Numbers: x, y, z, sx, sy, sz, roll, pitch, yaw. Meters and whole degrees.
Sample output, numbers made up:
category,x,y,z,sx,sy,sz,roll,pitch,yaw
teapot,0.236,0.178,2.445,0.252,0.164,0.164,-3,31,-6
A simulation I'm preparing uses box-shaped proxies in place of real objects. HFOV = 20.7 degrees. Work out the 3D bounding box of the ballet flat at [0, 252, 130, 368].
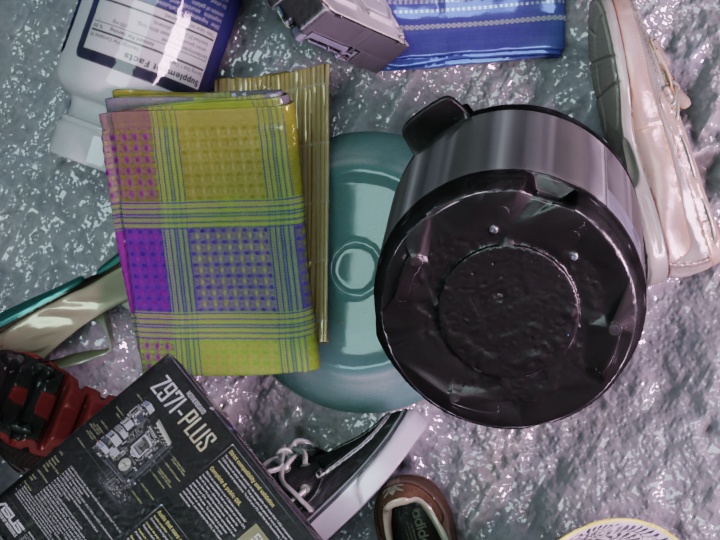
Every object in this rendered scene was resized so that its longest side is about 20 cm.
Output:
category,x,y,z,sx,sy,sz,roll,pitch,yaw
ballet flat,-0.182,0.022,1.425,0.199,0.069,0.070,-29,81,12

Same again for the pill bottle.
category,x,y,z,sx,sy,sz,roll,pitch,yaw
pill bottle,-0.151,-0.166,1.400,0.110,0.111,0.202,20,91,13

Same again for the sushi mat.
category,x,y,z,sx,sy,sz,roll,pitch,yaw
sushi mat,-0.064,-0.043,1.388,0.095,0.012,0.202,-3,80,22

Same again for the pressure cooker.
category,x,y,z,sx,sy,sz,roll,pitch,yaw
pressure cooker,0.101,-0.011,1.279,0.177,0.200,0.178,8,115,3

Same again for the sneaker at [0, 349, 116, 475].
category,x,y,z,sx,sy,sz,roll,pitch,yaw
sneaker,-0.192,0.125,1.413,0.199,0.098,0.071,27,67,-11

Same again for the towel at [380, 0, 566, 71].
category,x,y,z,sx,sy,sz,roll,pitch,yaw
towel,0.072,-0.245,1.402,0.143,0.024,0.203,-3,86,11

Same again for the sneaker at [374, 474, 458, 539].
category,x,y,z,sx,sy,sz,roll,pitch,yaw
sneaker,0.053,0.238,1.349,0.070,0.076,0.202,-24,81,10

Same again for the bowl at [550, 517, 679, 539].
category,x,y,z,sx,sy,sz,roll,pitch,yaw
bowl,0.135,0.257,1.303,0.094,0.199,0.203,4,86,56

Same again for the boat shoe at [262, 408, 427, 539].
category,x,y,z,sx,sy,sz,roll,pitch,yaw
boat shoe,-0.042,0.155,1.376,0.199,0.074,0.068,-43,90,14

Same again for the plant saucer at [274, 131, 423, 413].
category,x,y,z,sx,sy,sz,roll,pitch,yaw
plant saucer,0.000,0.000,1.396,0.198,0.036,0.203,-1,86,13

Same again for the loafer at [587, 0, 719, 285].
category,x,y,z,sx,sy,sz,roll,pitch,yaw
loafer,0.201,-0.094,1.348,0.062,0.072,0.202,-10,91,-7

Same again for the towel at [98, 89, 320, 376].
category,x,y,z,sx,sy,sz,roll,pitch,yaw
towel,-0.100,-0.026,1.343,0.142,0.023,0.202,-1,105,19

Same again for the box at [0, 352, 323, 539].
category,x,y,z,sx,sy,sz,roll,pitch,yaw
box,-0.120,0.187,1.291,0.163,0.086,0.200,-40,70,-4

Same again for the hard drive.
category,x,y,z,sx,sy,sz,roll,pitch,yaw
hard drive,-0.052,-0.234,1.355,0.038,0.139,0.201,-36,71,18
